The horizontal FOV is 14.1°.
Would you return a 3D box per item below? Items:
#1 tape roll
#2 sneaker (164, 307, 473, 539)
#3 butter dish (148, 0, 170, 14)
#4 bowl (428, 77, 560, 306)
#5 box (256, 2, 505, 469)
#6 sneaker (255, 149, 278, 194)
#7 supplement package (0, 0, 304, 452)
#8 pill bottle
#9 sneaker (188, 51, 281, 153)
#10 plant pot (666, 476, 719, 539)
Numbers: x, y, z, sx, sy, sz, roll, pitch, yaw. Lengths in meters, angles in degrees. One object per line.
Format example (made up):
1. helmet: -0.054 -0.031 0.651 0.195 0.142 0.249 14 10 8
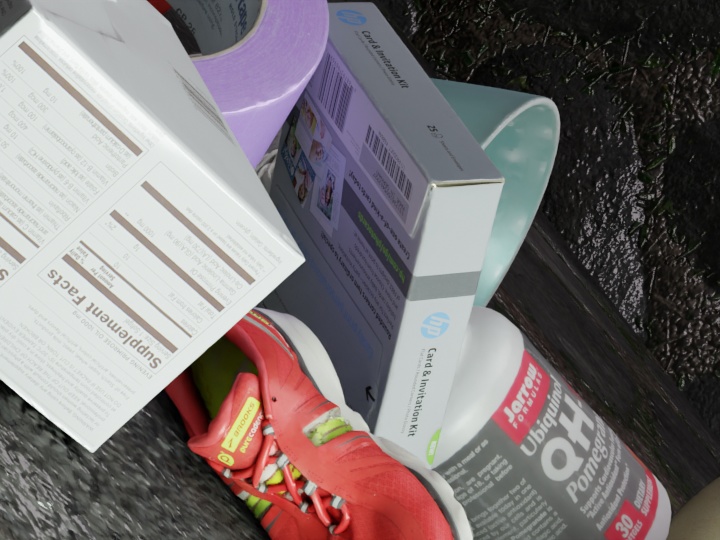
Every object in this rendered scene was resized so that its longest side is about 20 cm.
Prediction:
1. tape roll: -0.117 -0.123 1.314 0.199 0.066 0.201 19 42 -18
2. sneaker: -0.031 0.083 1.207 0.085 0.077 0.200 22 19 -50
3. butter dish: -0.148 -0.231 1.646 0.200 0.147 0.200 55 -10 41
4. bowl: 0.024 -0.037 1.743 0.105 0.201 0.201 31 1 17
5. box: 0.000 0.000 1.363 0.041 0.201 0.156 -3 35 -25
6. sneaker: -0.025 -0.033 1.498 0.081 0.076 0.200 47 -38 7
7. supplement package: -0.133 -0.059 1.100 0.156 0.111 0.200 44 10 -35
8. pill bottle: 0.062 0.089 1.519 0.200 0.111 0.111 46 8 -24
9. sneaker: -0.075 -0.060 1.636 0.199 0.115 0.075 19 -52 35
10. plant pot: 0.241 0.214 1.781 0.134 0.201 0.201 -9 49 -36
